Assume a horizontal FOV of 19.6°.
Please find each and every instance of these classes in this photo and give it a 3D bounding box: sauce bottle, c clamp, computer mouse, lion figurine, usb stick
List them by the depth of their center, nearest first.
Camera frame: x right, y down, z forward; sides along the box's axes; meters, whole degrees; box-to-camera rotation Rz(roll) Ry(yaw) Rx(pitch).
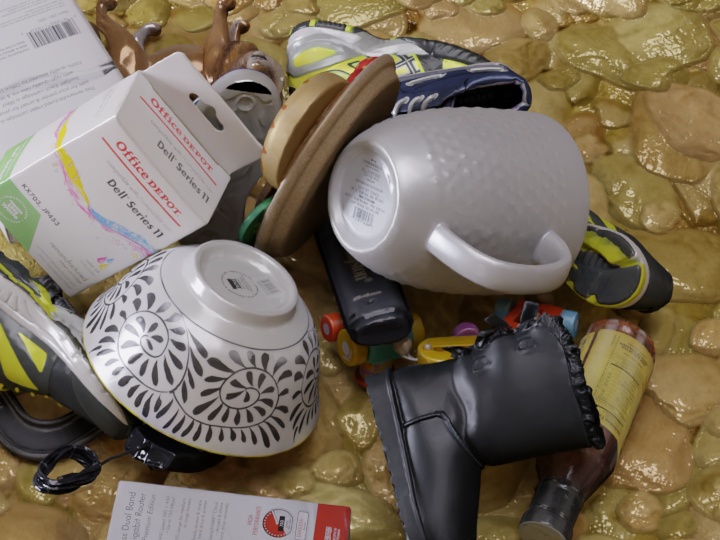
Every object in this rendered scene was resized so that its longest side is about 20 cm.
[{"bbox_3d":[-0.170,0.145,1.554,0.058,0.034,0.199,30,24,32],"label":"computer mouse"},{"bbox_3d":[0.172,0.129,1.615,0.066,0.066,0.201,20,56,13],"label":"sauce bottle"},{"bbox_3d":[-0.236,0.072,1.666,0.170,0.027,0.200,-37,63,-21],"label":"c clamp"},{"bbox_3d":[0.000,0.000,1.681,0.055,0.033,0.200,-8,30,-6],"label":"usb stick"},{"bbox_3d":[-0.161,-0.180,1.843,0.198,0.073,0.123,-3,60,13],"label":"lion figurine"}]

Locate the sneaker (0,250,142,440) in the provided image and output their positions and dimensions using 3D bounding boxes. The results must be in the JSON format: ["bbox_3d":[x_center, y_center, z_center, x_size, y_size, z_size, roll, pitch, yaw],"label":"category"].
[{"bbox_3d":[-0.252,0.068,1.621,0.200,0.074,0.085,43,103,11],"label":"sneaker"}]

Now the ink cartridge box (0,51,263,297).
[{"bbox_3d":[-0.185,-0.073,1.618,0.199,0.117,0.068,-27,25,33],"label":"ink cartridge box"}]

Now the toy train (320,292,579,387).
[{"bbox_3d":[0.069,0.058,1.675,0.198,0.056,0.150,9,26,16],"label":"toy train"}]

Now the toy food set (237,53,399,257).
[{"bbox_3d":[-0.036,-0.090,1.661,0.048,0.199,0.200,33,37,7],"label":"toy food set"}]

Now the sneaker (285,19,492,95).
[{"bbox_3d":[0.030,-0.164,1.840,0.198,0.075,0.077,9,75,5],"label":"sneaker"}]

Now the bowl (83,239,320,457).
[{"bbox_3d":[-0.105,0.040,1.599,0.199,0.095,0.201,20,33,-13],"label":"bowl"}]

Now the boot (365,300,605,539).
[{"bbox_3d":[0.102,0.136,1.544,0.161,0.073,0.200,-17,76,7],"label":"boot"}]

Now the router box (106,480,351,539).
[{"bbox_3d":[-0.105,0.259,1.509,0.178,0.049,0.201,6,52,2],"label":"router box"}]

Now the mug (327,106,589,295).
[{"bbox_3d":[0.082,-0.042,1.613,0.174,0.149,0.200,1,31,-39],"label":"mug"}]

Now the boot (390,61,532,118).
[{"bbox_3d":[0.045,-0.133,1.761,0.198,0.090,0.073,-18,98,-3],"label":"boot"}]

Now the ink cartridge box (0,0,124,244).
[{"bbox_3d":[-0.278,-0.138,1.784,0.145,0.085,0.201,-22,57,-17],"label":"ink cartridge box"}]

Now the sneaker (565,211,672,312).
[{"bbox_3d":[0.177,-0.016,1.721,0.075,0.084,0.200,-56,45,9],"label":"sneaker"}]

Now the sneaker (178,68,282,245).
[{"bbox_3d":[-0.114,-0.124,1.710,0.080,0.201,0.147,7,45,-12],"label":"sneaker"}]
